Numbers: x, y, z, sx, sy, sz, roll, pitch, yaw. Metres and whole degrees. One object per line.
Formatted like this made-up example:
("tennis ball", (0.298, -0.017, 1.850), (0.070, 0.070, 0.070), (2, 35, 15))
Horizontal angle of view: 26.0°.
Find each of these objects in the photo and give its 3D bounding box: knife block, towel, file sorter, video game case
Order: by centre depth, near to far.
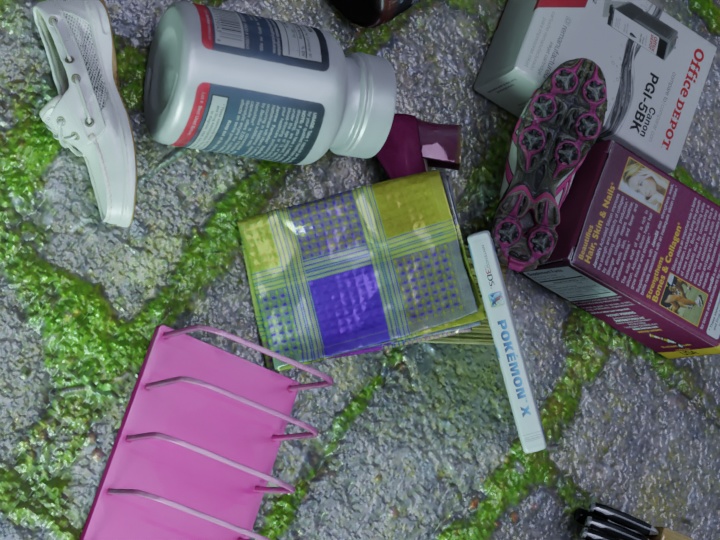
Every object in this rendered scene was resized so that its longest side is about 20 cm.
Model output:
("file sorter", (-0.121, 0.159, 1.277), (0.138, 0.125, 0.202), (24, 74, -20))
("video game case", (0.126, 0.057, 1.360), (0.022, 0.200, 0.184), (-15, 89, 5))
("towel", (0.000, 0.000, 1.363), (0.198, 0.023, 0.145), (-12, 88, 2))
("knife block", (0.290, 0.274, 1.489), (0.199, 0.064, 0.177), (-25, 95, -25))

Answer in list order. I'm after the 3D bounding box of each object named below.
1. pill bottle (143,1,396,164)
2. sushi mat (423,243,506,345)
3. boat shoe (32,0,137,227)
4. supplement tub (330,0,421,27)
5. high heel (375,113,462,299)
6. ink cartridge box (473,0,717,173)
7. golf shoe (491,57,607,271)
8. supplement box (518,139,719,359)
("pill bottle", (-0.076, -0.154, 1.341), (0.198, 0.119, 0.121), (8, 80, -24))
("sushi mat", (0.050, 0.018, 1.437), (0.198, 0.012, 0.097), (4, 81, -25))
("boat shoe", (-0.233, -0.130, 1.295), (0.069, 0.071, 0.202), (-9, 79, -24))
("supplement tub", (0.059, -0.311, 1.431), (0.199, 0.107, 0.108), (-34, 98, -25))
("high heel", (0.039, -0.043, 1.415), (0.095, 0.067, 0.202), (5, 73, 2))
("ink cartridge box", (0.230, -0.196, 1.508), (0.199, 0.083, 0.148), (28, 72, -19))
("golf shoe", (0.166, -0.100, 1.433), (0.072, 0.092, 0.202), (21, 96, -3))
("supplement box", (0.269, -0.015, 1.494), (0.199, 0.103, 0.132), (29, 73, -20))
